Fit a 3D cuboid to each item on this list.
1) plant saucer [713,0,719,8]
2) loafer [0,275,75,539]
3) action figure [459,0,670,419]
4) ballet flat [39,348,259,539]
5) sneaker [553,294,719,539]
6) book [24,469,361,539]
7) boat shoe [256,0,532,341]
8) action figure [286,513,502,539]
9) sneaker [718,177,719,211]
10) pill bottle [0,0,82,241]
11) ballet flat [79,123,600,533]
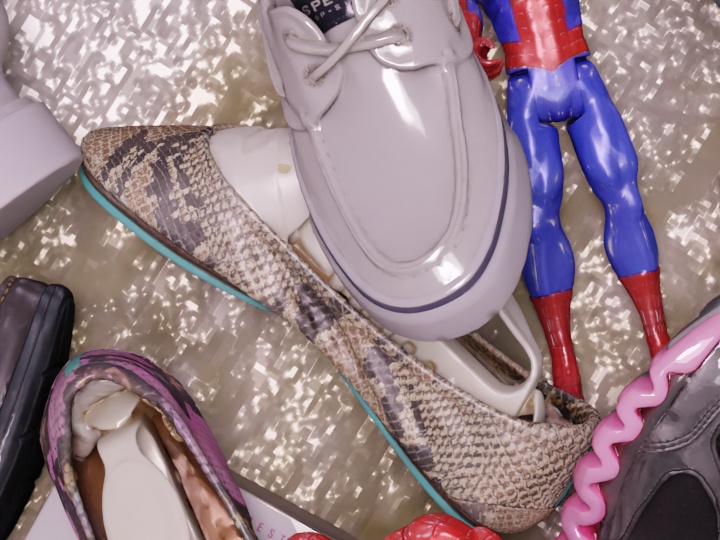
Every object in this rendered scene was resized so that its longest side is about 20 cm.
[{"bbox_3d":[0.177,-0.082,0.763,0.201,0.201,0.039,18,118,0],"label":"plant saucer"},{"bbox_3d":[-0.158,0.087,0.806,0.072,0.073,0.200,26,88,4],"label":"loafer"},{"bbox_3d":[0.069,-0.054,0.797,0.065,0.099,0.200,-14,87,-2],"label":"action figure"},{"bbox_3d":[-0.046,0.115,0.762,0.069,0.071,0.200,-29,86,4],"label":"ballet flat"},{"bbox_3d":[0.106,0.100,0.775,0.095,0.079,0.200,29,117,18],"label":"sneaker"},{"bbox_3d":[-0.078,0.164,0.822,0.134,0.048,0.200,28,91,4],"label":"book"},{"bbox_3d":[0.002,-0.075,0.749,0.072,0.066,0.200,-17,60,18],"label":"boat shoe"},{"bbox_3d":[0.067,0.124,0.739,0.200,0.052,0.065,23,120,10],"label":"action figure"},{"bbox_3d":[0.216,0.003,0.783,0.200,0.079,0.089,35,127,5],"label":"sneaker"},{"bbox_3d":[-0.186,-0.085,0.783,0.116,0.116,0.200,-38,90,-1],"label":"pill bottle"},{"bbox_3d":[0.000,0.000,0.800,0.200,0.068,0.075,42,117,5],"label":"ballet flat"}]
